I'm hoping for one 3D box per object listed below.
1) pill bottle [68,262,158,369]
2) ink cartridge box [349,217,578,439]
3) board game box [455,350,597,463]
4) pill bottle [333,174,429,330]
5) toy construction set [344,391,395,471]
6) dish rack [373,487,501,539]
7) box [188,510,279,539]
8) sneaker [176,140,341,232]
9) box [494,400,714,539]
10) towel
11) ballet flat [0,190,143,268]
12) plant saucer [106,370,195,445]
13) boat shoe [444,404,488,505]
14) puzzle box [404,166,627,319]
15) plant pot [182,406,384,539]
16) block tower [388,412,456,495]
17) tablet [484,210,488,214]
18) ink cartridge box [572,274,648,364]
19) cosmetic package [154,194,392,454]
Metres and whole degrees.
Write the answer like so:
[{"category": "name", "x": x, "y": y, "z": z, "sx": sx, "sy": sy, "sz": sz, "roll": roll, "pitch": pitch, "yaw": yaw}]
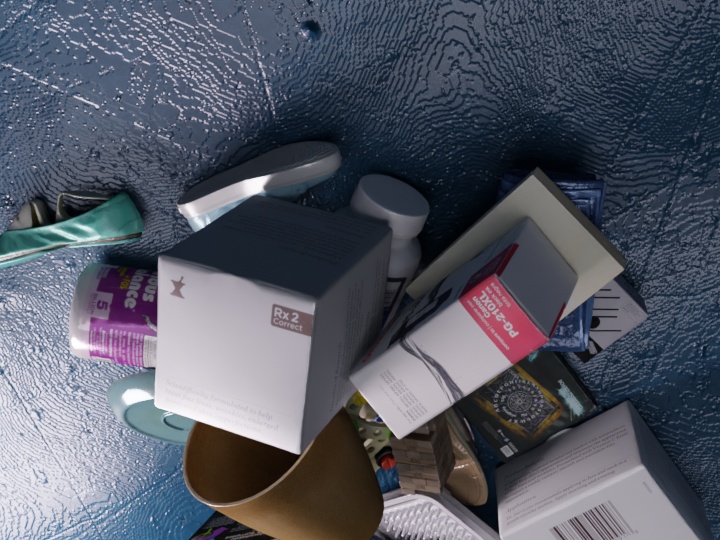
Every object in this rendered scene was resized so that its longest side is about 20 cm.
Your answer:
[{"category": "pill bottle", "x": -0.222, "y": 0.058, "z": 1.302, "sx": 0.199, "sy": 0.112, "sz": 0.113, "roll": 8, "pitch": 120, "yaw": -1}, {"category": "ink cartridge box", "x": 0.101, "y": 0.057, "z": 1.119, "sx": 0.200, "sy": 0.145, "sz": 0.084, "roll": -38, "pitch": 95, "yaw": 31}, {"category": "board game box", "x": 0.172, "y": 0.126, "z": 1.336, "sx": 0.135, "sy": 0.028, "sz": 0.200, "roll": -32, "pitch": 118, "yaw": 15}, {"category": "pill bottle", "x": 0.000, "y": 0.000, "z": 1.251, "sx": 0.110, "sy": 0.111, "sz": 0.201, "roll": 21, "pitch": 119, "yaw": -7}, {"category": "toy construction set", "x": -0.026, "y": 0.209, "z": 1.381, "sx": 0.200, "sy": 0.092, "sz": 0.131, "roll": -37, "pitch": 130, "yaw": 29}, {"category": "dish rack", "x": 0.106, "y": 0.335, "z": 1.443, "sx": 0.200, "sy": 0.044, "sz": 0.171, "roll": 40, "pitch": 143, "yaw": -17}, {"category": "box", "x": -0.131, "y": 0.318, "z": 1.393, "sx": 0.142, "sy": 0.200, "sz": 0.036, "roll": -14, "pitch": 93, "yaw": 13}, {"category": "sneaker", "x": -0.098, "y": -0.079, "z": 1.242, "sx": 0.199, "sy": 0.074, "sz": 0.082, "roll": -16, "pitch": 119, "yaw": 26}, {"category": "box", "x": 0.297, "y": 0.301, "z": 1.384, "sx": 0.198, "sy": 0.131, "sz": 0.200, "roll": -31, "pitch": 113, "yaw": 20}, {"category": "towel", "x": 0.193, "y": -0.007, "z": 1.201, "sx": 0.111, "sy": 0.049, "sz": 0.201, "roll": 3, "pitch": 117, "yaw": 4}, {"category": "ballet flat", "x": -0.341, "y": -0.051, "z": 1.287, "sx": 0.199, "sy": 0.067, "sz": 0.071, "roll": -11, "pitch": 94, "yaw": 11}, {"category": "plant saucer", "x": -0.203, "y": 0.170, "z": 1.354, "sx": 0.199, "sy": 0.028, "sz": 0.200, "roll": 2, "pitch": 151, "yaw": 1}, {"category": "boat shoe", "x": 0.107, "y": 0.198, "z": 1.380, "sx": 0.072, "sy": 0.065, "sz": 0.201, "roll": -13, "pitch": 120, "yaw": 36}, {"category": "puzzle box", "x": 0.155, "y": 0.005, "z": 1.173, "sx": 0.133, "sy": 0.025, "sz": 0.200, "roll": 45, "pitch": 122, "yaw": -4}, {"category": "plant pot", "x": -0.064, "y": 0.227, "z": 1.262, "sx": 0.186, "sy": 0.187, "sz": 0.200, "roll": -26, "pitch": 128, "yaw": 18}, {"category": "block tower", "x": 0.062, "y": 0.166, "z": 1.296, "sx": 0.057, "sy": 0.054, "sz": 0.201, "roll": 4, "pitch": 126, "yaw": 24}, {"category": "tablet", "x": 0.173, "y": 0.032, "z": 1.311, "sx": 0.129, "sy": 0.014, "sz": 0.201, "roll": 16, "pitch": 119, "yaw": -4}, {"category": "ink cartridge box", "x": 0.216, "y": 0.004, "z": 1.257, "sx": 0.200, "sy": 0.044, "sz": 0.094, "roll": 43, "pitch": 113, "yaw": -16}, {"category": "cosmetic package", "x": -0.083, "y": 0.045, "z": 1.124, "sx": 0.164, "sy": 0.200, "sz": 0.166, "roll": 15, "pitch": 116, "yaw": 19}]
